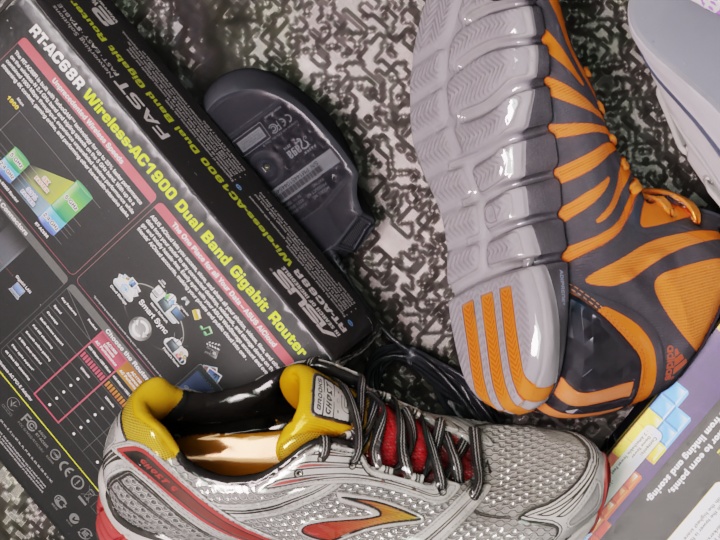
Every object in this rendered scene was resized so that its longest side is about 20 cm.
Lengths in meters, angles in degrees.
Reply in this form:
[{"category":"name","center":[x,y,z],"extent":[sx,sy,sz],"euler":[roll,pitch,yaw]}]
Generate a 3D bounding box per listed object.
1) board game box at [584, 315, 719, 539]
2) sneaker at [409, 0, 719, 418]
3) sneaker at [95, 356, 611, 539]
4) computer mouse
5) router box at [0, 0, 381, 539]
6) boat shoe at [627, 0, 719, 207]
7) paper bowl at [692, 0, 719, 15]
[{"category":"board game box","center":[0.198,0.082,1.082],"extent":[0.165,0.057,0.200],"euler":[41,98,2]},{"category":"sneaker","center":[0.087,-0.040,1.070],"extent":[0.112,0.078,0.201],"euler":[0,81,-32]},{"category":"sneaker","center":[-0.002,0.079,1.025],"extent":[0.199,0.078,0.082],"euler":[-1,131,-6]},{"category":"computer mouse","center":[0.000,0.000,1.121],"extent":[0.059,0.034,0.200],"euler":[-31,95,23]},{"category":"router box","center":[-0.112,0.000,1.103],"extent":[0.150,0.062,0.200],"euler":[-41,88,24]},{"category":"boat shoe","center":[0.171,-0.039,1.022],"extent":[0.073,0.065,0.200],"euler":[-26,54,-2]},{"category":"paper bowl","center":[0.172,-0.184,0.964],"extent":[0.200,0.201,0.104],"euler":[30,56,6]}]
